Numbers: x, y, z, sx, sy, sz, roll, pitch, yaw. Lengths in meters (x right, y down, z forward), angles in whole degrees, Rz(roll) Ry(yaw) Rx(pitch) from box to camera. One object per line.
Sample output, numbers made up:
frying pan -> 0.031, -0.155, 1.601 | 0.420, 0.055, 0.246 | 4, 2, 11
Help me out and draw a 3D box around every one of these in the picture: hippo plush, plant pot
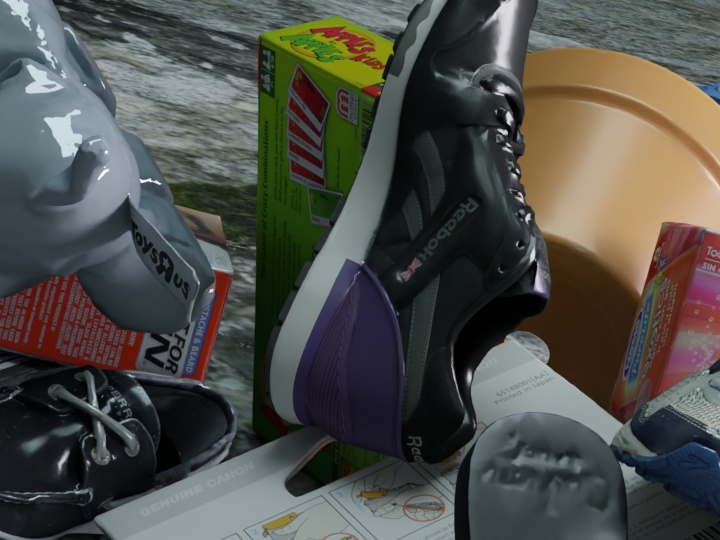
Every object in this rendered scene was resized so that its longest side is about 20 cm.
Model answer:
hippo plush -> -0.155, -0.006, 0.816 | 0.160, 0.160, 0.200 | -31, 41, 0
plant pot -> 0.101, 0.009, 1.073 | 0.199, 0.201, 0.140 | 18, 34, 12

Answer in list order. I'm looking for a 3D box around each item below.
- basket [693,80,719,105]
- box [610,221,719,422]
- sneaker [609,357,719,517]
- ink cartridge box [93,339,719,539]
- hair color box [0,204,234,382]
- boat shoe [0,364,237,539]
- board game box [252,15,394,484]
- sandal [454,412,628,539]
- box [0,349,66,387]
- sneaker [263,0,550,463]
basket -> 0.217, -0.040, 1.314 | 0.139, 0.178, 0.199 | 22, 29, 35
box -> 0.221, 0.050, 0.939 | 0.198, 0.095, 0.103 | 16, 3, -2
sneaker -> 0.151, 0.039, 0.774 | 0.077, 0.086, 0.200 | 26, 15, 20
ink cartridge box -> 0.030, 0.112, 0.776 | 0.199, 0.045, 0.176 | -21, 34, -26
hair color box -> -0.161, -0.010, 0.950 | 0.199, 0.064, 0.111 | 16, 12, -11
boat shoe -> -0.109, 0.067, 0.813 | 0.072, 0.068, 0.200 | 57, 19, 18
board game box -> 0.000, 0.000, 0.953 | 0.047, 0.201, 0.101 | -17, 33, -34
sandal -> 0.064, 0.137, 0.669 | 0.075, 0.043, 0.202 | -1, 64, -17
box -> -0.254, 0.039, 0.892 | 0.192, 0.048, 0.200 | 20, 18, 23
sneaker -> 0.043, -0.022, 0.820 | 0.087, 0.201, 0.076 | 19, -9, 24
